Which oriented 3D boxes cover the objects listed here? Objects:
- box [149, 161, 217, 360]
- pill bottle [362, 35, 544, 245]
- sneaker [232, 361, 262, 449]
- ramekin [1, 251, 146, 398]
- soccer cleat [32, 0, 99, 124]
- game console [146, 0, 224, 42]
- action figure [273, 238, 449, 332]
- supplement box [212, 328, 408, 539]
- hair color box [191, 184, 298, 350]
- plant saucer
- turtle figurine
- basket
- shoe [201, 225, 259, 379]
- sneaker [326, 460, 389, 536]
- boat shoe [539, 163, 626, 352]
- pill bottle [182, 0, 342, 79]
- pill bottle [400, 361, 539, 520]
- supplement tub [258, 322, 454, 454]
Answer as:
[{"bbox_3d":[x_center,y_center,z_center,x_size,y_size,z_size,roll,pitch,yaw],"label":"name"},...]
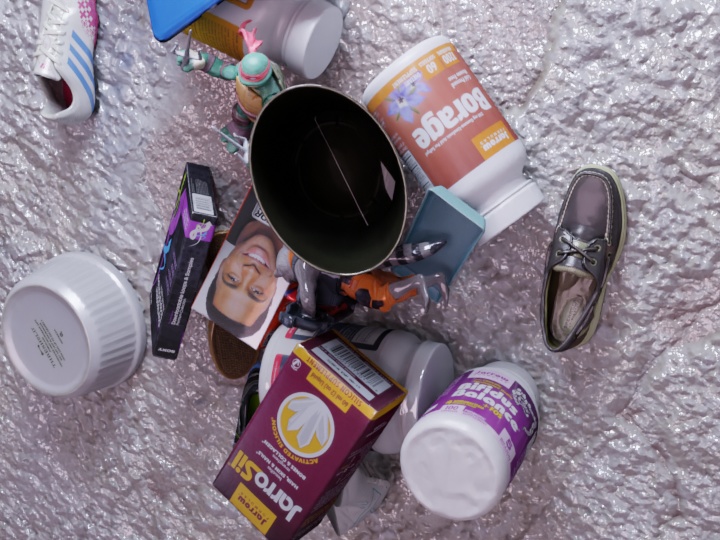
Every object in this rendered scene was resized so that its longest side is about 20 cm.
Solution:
[{"bbox_3d":[-0.221,-0.013,1.156,0.036,0.143,0.202,10,116,-19],"label":"box"},{"bbox_3d":[0.100,-0.131,0.977,0.112,0.112,0.201,-37,88,29],"label":"pill bottle"},{"bbox_3d":[-0.133,0.218,1.205,0.070,0.083,0.202,8,110,3],"label":"sneaker"},{"bbox_3d":[-0.400,0.081,1.291,0.200,0.094,0.205,7,108,23],"label":"ramekin"},{"bbox_3d":[-0.372,-0.282,1.175,0.069,0.086,0.202,5,107,24],"label":"soccer cleat"},{"bbox_3d":[-0.137,-0.346,0.992,0.118,0.169,0.202,-46,53,54],"label":"game console"},{"bbox_3d":[0.000,0.000,1.019,0.191,0.200,0.106,9,107,16],"label":"action figure"},{"bbox_3d":[-0.055,0.177,0.992,0.110,0.085,0.201,38,111,16],"label":"supplement box"},{"bbox_3d":[-0.106,-0.019,1.108,0.101,0.061,0.202,29,99,15],"label":"hair color box"},{"bbox_3d":[0.082,-0.026,1.004,0.070,0.019,0.200,37,157,7],"label":"plant saucer"},{"bbox_3d":[-0.117,-0.171,0.986,0.100,0.200,0.151,-28,72,-8],"label":"turtle figurine"},{"bbox_3d":[-0.024,-0.099,0.950,0.135,0.200,0.182,-27,98,7],"label":"basket"},{"bbox_3d":[-0.165,0.039,1.195,0.069,0.053,0.202,-7,109,-16],"label":"shoe"},{"bbox_3d":[-0.009,0.249,1.123,0.071,0.080,0.201,60,165,28],"label":"sneaker"},{"bbox_3d":[0.229,-0.007,0.978,0.072,0.065,0.202,11,109,24],"label":"boat shoe"},{"bbox_3d":[-0.123,-0.289,1.039,0.199,0.111,0.112,28,115,16],"label":"pill bottle"},{"bbox_3d":[0.127,0.169,1.002,0.111,0.200,0.114,8,109,23],"label":"pill bottle"},{"bbox_3d":[-0.004,0.133,1.089,0.198,0.140,0.142,6,108,24],"label":"supplement tub"}]
